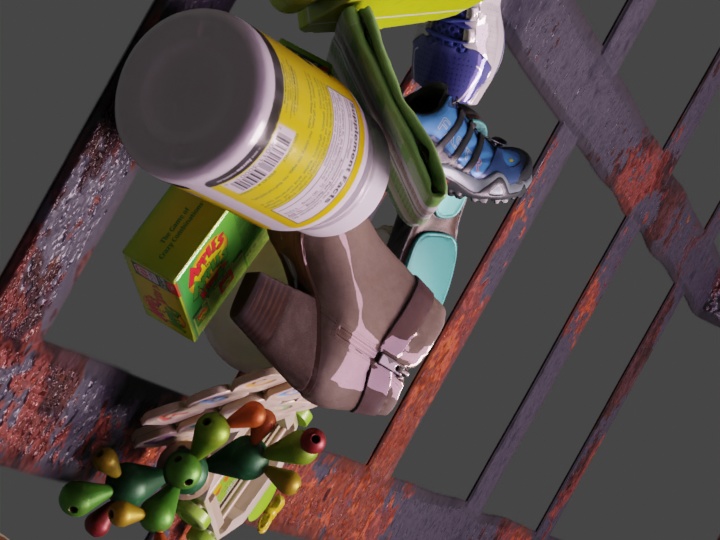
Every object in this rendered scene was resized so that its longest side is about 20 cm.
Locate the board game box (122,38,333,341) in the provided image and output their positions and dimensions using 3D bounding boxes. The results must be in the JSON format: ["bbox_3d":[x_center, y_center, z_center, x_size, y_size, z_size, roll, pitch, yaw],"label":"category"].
[{"bbox_3d":[-0.088,-0.058,1.689,0.201,0.047,0.102,-55,161,-19],"label":"board game box"}]

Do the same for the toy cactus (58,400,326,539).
[{"bbox_3d":[-0.125,0.159,1.772,0.199,0.103,0.165,-23,179,-7],"label":"toy cactus"}]

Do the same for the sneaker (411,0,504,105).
[{"bbox_3d":[0.078,-0.237,1.846,0.115,0.080,0.201,-1,112,-66],"label":"sneaker"}]

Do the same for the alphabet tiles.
[{"bbox_3d":[-0.073,0.102,1.800,0.199,0.015,0.195,-21,167,23],"label":"alphabet tiles"}]

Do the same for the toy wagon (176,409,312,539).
[{"bbox_3d":[-0.100,0.172,2.025,0.156,0.039,0.200,-54,162,-20],"label":"toy wagon"}]

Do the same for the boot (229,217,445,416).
[{"bbox_3d":[0.000,0.000,1.686,0.201,0.146,0.070,-62,-158,-2],"label":"boot"}]

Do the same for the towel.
[{"bbox_3d":[0.023,-0.107,1.654,0.031,0.150,0.200,-26,178,-5],"label":"towel"}]

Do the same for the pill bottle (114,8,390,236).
[{"bbox_3d":[-0.064,-0.090,1.541,0.115,0.114,0.200,-61,151,1],"label":"pill bottle"}]

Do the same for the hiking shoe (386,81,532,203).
[{"bbox_3d":[0.071,-0.101,1.826,0.199,0.074,0.087,1,102,-49],"label":"hiking shoe"}]

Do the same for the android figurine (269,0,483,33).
[{"bbox_3d":[0.027,-0.199,1.630,0.200,0.181,0.041,171,-89,-72],"label":"android figurine"}]

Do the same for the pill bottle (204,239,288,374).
[{"bbox_3d":[-0.045,0.037,1.849,0.113,0.112,0.200,-61,162,1],"label":"pill bottle"}]

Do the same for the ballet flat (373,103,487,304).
[{"bbox_3d":[0.051,-0.042,1.932,0.068,0.068,0.201,14,96,-45],"label":"ballet flat"}]

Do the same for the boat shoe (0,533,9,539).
[{"bbox_3d":[-0.270,0.219,1.566,0.076,0.074,0.200,-62,162,6],"label":"boat shoe"}]
